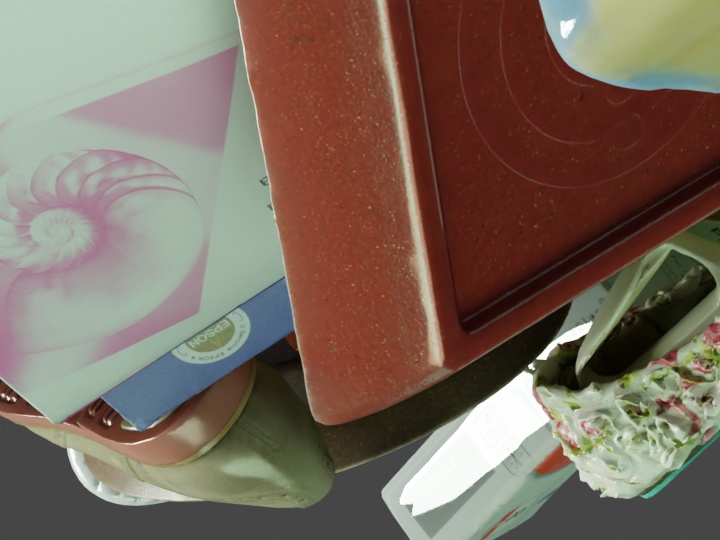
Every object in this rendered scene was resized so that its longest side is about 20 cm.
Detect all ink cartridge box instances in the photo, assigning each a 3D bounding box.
[{"bbox_3d":[0.118,0.039,1.218,0.199,0.050,0.162,-17,155,-48],"label":"ink cartridge box"},{"bbox_3d":[-0.037,-0.039,0.817,0.196,0.043,0.200,-33,134,13],"label":"ink cartridge box"}]

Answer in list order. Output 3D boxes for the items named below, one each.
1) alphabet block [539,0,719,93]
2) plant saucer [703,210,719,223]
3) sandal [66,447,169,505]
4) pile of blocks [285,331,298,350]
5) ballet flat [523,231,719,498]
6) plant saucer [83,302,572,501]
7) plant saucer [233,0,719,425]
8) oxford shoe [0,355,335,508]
[{"bbox_3d":[0.149,-0.165,0.644,0.195,0.197,0.200,-1,157,-34],"label":"alphabet block"},{"bbox_3d":[0.141,-0.080,0.961,0.199,0.049,0.200,6,135,-31],"label":"plant saucer"},{"bbox_3d":[-0.029,0.042,1.228,0.205,0.080,0.059,-16,-178,-13],"label":"sandal"},{"bbox_3d":[0.000,0.000,1.030,0.199,0.063,0.082,9,-178,39],"label":"pile of blocks"},{"bbox_3d":[0.131,-0.001,0.964,0.064,0.076,0.200,39,112,-12],"label":"ballet flat"},{"bbox_3d":[-0.018,0.021,1.109,0.199,0.037,0.201,-18,-158,7],"label":"plant saucer"},{"bbox_3d":[0.059,-0.077,0.771,0.199,0.037,0.201,-29,127,-28],"label":"plant saucer"},{"bbox_3d":[-0.075,0.045,1.016,0.075,0.071,0.200,40,174,-27],"label":"oxford shoe"}]
